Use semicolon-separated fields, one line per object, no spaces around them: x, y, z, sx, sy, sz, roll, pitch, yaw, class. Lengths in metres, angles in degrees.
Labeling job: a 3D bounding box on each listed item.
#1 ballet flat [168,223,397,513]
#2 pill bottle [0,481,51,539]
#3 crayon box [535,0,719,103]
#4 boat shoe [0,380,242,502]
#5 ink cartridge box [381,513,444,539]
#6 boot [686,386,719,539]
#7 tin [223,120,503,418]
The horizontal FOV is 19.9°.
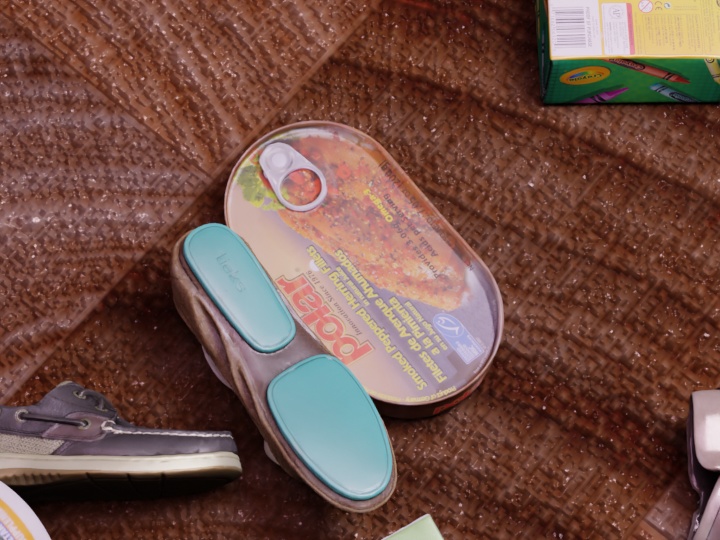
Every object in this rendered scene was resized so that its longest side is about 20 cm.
-0.050;0.065;1.174;0.068;0.073;0.200;-28;69;-31;ballet flat
-0.254;0.196;1.053;0.112;0.113;0.200;35;43;13;pill bottle
0.170;-0.207;1.300;0.118;0.058;0.202;0;67;-2;crayon box
-0.167;0.094;1.160;0.199;0.072;0.067;-3;72;3;boat shoe
-0.026;0.228;1.112;0.199;0.059;0.104;-27;70;-12;ink cartridge box
0.260;0.087;1.173;0.145;0.070;0.202;7;67;5;boot
0.000;0.000;1.222;0.112;0.042;0.200;-34;72;-18;tin
